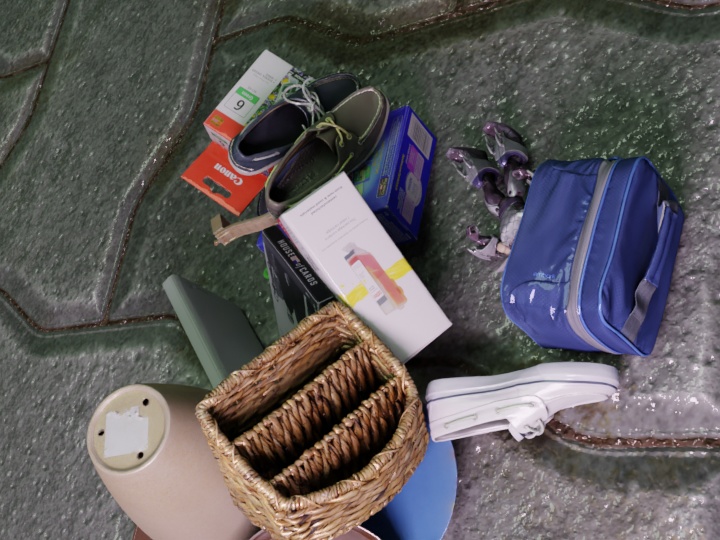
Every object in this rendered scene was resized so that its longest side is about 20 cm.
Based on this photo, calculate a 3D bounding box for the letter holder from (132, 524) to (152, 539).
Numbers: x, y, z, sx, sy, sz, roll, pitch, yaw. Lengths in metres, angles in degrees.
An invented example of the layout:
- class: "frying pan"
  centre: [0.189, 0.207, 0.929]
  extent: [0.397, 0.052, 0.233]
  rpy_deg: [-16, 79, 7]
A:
- class: "letter holder"
  centre: [-0.182, 0.306, 1.213]
  extent: [0.142, 0.101, 0.201]
  rpy_deg: [-7, 63, 35]

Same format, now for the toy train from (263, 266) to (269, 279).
- class: "toy train"
  centre: [-0.061, 0.042, 1.297]
  extent: [0.056, 0.042, 0.200]
  rpy_deg: [-42, 46, 0]

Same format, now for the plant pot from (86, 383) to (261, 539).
- class: "plant pot"
  centre: [-0.195, 0.197, 1.081]
  extent: [0.187, 0.200, 0.188]
  rpy_deg: [-8, 63, 16]

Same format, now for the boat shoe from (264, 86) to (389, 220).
- class: "boat shoe"
  centre: [-0.039, -0.142, 1.214]
  extent: [0.072, 0.060, 0.202]
  rpy_deg: [40, 85, 10]

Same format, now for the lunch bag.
- class: "lunch bag"
  centre: [0.241, -0.019, 1.010]
  extent: [0.132, 0.136, 0.201]
  rpy_deg: [4, 69, 41]

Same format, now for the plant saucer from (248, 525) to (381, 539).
- class: "plant saucer"
  centre: [-0.040, 0.339, 1.050]
  extent: [0.200, 0.200, 0.034]
  rpy_deg: [-44, 3, 12]

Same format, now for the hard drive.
- class: "hard drive"
  centre: [-0.166, 0.095, 1.288]
  extent: [0.026, 0.132, 0.200]
  rpy_deg: [-46, 46, 12]

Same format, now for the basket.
- class: "basket"
  centre: [-0.036, 0.155, 1.004]
  extent: [0.200, 0.149, 0.143]
  rpy_deg: [-35, 41, -27]

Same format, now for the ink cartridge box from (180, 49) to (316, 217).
- class: "ink cartridge box"
  centre: [-0.140, -0.180, 1.338]
  extent: [0.109, 0.050, 0.200]
  rpy_deg: [34, 76, 18]

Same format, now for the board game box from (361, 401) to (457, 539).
- class: "board game box"
  centre: [0.034, 0.238, 1.114]
  extent: [0.200, 0.039, 0.158]
  rpy_deg: [-33, 54, 29]

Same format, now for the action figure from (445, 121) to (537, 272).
- class: "action figure"
  centre: [0.163, -0.078, 1.148]
  extent: [0.130, 0.069, 0.200]
  rpy_deg: [-46, 39, 28]

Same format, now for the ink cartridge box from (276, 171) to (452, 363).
- class: "ink cartridge box"
  centre: [0.000, 0.000, 1.122]
  extent: [0.083, 0.200, 0.145]
  rpy_deg: [-36, 5, -6]

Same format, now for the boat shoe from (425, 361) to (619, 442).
- class: "boat shoe"
  centre: [0.162, 0.139, 1.029]
  extent: [0.199, 0.074, 0.067]
  rpy_deg: [-11, 65, 27]

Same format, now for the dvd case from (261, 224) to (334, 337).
- class: "dvd case"
  centre: [-0.063, 0.066, 1.191]
  extent: [0.025, 0.200, 0.150]
  rpy_deg: [-23, 44, -18]

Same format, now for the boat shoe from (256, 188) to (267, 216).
- class: "boat shoe"
  centre: [-0.119, -0.159, 1.413]
  extent: [0.075, 0.093, 0.201]
  rpy_deg: [1, 68, 40]

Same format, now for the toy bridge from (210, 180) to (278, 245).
- class: "toy bridge"
  centre: [-0.103, -0.089, 1.275]
  extent: [0.200, 0.027, 0.067]
  rpy_deg: [-35, 39, 12]

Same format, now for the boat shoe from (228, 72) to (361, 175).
- class: "boat shoe"
  centre: [-0.078, -0.191, 1.278]
  extent: [0.200, 0.075, 0.062]
  rpy_deg: [-31, -1, -15]

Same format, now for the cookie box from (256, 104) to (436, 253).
- class: "cookie box"
  centre: [-0.017, -0.099, 1.289]
  extent: [0.200, 0.075, 0.172]
  rpy_deg: [-14, 47, 33]
